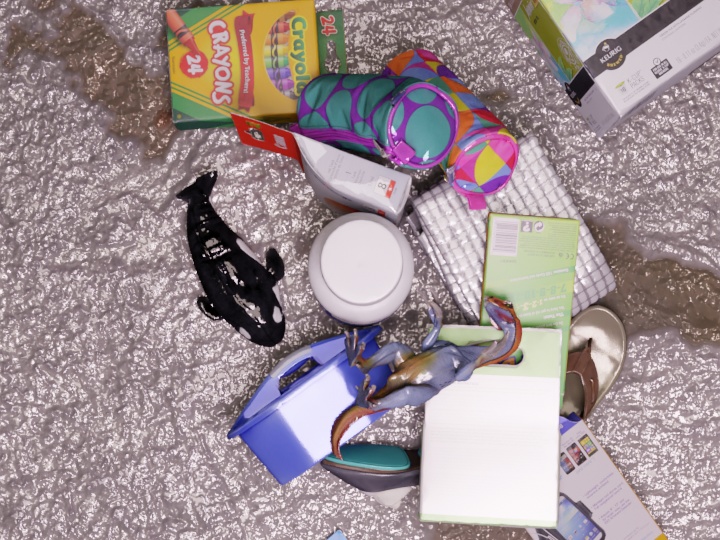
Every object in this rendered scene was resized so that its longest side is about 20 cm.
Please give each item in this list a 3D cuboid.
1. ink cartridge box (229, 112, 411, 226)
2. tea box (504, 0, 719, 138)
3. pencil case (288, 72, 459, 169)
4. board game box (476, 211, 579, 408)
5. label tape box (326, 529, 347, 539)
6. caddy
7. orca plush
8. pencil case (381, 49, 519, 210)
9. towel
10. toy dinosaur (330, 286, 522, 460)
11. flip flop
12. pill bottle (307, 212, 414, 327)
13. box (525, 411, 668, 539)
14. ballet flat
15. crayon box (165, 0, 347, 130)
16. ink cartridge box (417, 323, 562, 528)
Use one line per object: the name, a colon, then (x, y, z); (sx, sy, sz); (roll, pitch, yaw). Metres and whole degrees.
ink cartridge box: (-0.046, -0.100, 1.461); (0.197, 0.162, 0.051); (18, 84, 1)
tea box: (0.292, -0.289, 1.491); (0.199, 0.134, 0.198); (-35, 86, -3)
pencil case: (0.012, -0.156, 1.418); (0.092, 0.199, 0.086); (-42, 118, -18)
board game box: (0.172, 0.044, 1.436); (0.094, 0.030, 0.203); (4, 95, 0)
label tape box: (-0.014, 0.403, 1.471); (0.143, 0.066, 0.201); (-38, 88, -3)
caddy: (-0.048, 0.134, 1.454); (0.199, 0.141, 0.106); (-35, 90, -4)
orca plush: (-0.139, -0.012, 1.499); (0.104, 0.071, 0.203); (-14, 86, -1)
pencil case: (0.090, -0.154, 1.458); (0.088, 0.089, 0.201); (-30, 45, -2)
towel: (0.160, -0.025, 1.498); (0.164, 0.086, 0.201); (-31, 88, -1)
toy dinosaur: (0.072, 0.087, 1.379); (0.179, 0.201, 0.106); (-2, 53, -30)
flip flop: (0.224, 0.130, 1.496); (0.081, 0.058, 0.201); (36, 86, 3)
pill bottle: (0.000, 0.000, 1.434); (0.109, 0.200, 0.113); (0, 85, 0)
box: (0.228, 0.249, 1.473); (0.119, 0.041, 0.201); (-36, 99, -1)
ballet flat: (0.056, 0.221, 1.485); (0.197, 0.073, 0.074); (-5, 85, -7)
crayon box: (-0.112, -0.229, 1.527); (0.197, 0.051, 0.129); (-5, 85, -1)
ink cartridge box: (0.135, 0.160, 1.421); (0.143, 0.048, 0.203); (2, 84, 7)
